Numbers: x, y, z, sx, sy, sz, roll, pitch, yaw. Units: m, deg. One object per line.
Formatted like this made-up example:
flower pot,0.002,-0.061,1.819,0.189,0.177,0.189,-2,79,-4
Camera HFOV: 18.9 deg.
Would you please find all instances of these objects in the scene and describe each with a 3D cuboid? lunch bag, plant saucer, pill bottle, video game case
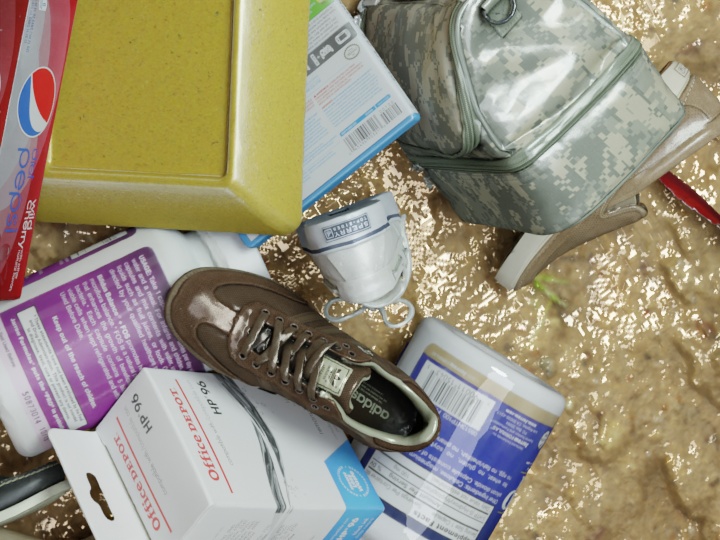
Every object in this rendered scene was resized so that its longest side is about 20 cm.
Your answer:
lunch bag,0.090,-0.127,1.436,0.139,0.200,0.168,-42,108,-11
plant saucer,-0.134,-0.127,1.397,0.198,0.048,0.202,3,93,19
pill bottle,-0.158,0.035,1.449,0.199,0.112,0.113,-25,105,-7
pill bottle,0.046,0.146,1.515,0.119,0.120,0.201,30,93,-17
video game case,-0.072,-0.137,1.412,0.143,0.018,0.201,-37,81,16

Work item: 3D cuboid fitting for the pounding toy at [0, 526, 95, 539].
pounding toy,-0.165,0.233,1.460,0.183,0.200,0.143,-24,125,-4

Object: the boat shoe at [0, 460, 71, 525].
boat shoe,-0.289,0.152,1.441,0.199,0.072,0.068,-14,89,12

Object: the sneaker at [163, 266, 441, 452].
sneaker,-0.030,0.055,1.398,0.199,0.075,0.071,28,81,-22

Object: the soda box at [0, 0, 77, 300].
soda box,-0.240,-0.084,1.377,0.070,0.063,0.202,15,98,20

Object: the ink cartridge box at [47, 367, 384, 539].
ink cartridge box,-0.093,0.130,1.419,0.199,0.116,0.068,7,132,-45

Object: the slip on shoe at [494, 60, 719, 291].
slip on shoe,0.175,-0.054,1.517,0.061,0.076,0.200,41,99,0

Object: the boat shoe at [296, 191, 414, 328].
boat shoe,0.005,-0.002,1.432,0.074,0.202,0.087,-19,93,-1

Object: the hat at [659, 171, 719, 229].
hat,0.305,-0.044,1.596,0.165,0.176,0.200,-40,145,-3
